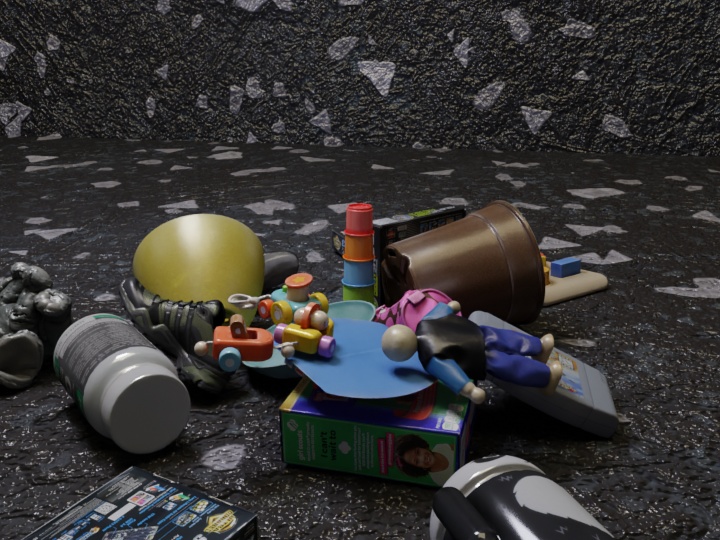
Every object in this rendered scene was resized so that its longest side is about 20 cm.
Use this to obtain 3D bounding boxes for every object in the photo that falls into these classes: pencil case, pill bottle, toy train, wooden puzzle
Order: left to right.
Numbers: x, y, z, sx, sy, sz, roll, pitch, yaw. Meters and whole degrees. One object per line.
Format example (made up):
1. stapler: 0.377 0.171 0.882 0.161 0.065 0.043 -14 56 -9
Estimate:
1. pill bottle: -0.286 0.132 0.909 0.112 0.114 0.199 -12 21 -33
2. toy train: -0.101 0.047 0.856 0.149 0.056 0.200 5 19 -5
3. pencil case: 0.067 0.076 0.999 0.090 0.094 0.200 -23 -7 -16
4. wooden puzzle: 0.326 0.001 1.413 0.184 0.047 0.200 -12 22 -32

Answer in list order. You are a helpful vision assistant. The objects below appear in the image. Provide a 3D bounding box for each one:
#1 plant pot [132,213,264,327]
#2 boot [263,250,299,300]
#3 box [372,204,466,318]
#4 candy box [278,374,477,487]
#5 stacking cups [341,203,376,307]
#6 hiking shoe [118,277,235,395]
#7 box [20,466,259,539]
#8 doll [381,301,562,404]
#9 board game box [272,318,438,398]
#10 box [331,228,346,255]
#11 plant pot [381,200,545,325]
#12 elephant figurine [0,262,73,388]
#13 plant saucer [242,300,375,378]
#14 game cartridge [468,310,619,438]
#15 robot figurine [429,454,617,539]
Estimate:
1. plant pot: -0.229 0.040 1.119 0.198 0.201 0.143 -5 45 -15
2. boot: -0.185 0.030 1.315 0.199 0.070 0.132 -18 26 -16
3. box: 0.094 -0.017 1.288 0.199 0.162 0.044 -13 21 -37
4. candy box: 0.027 0.163 0.874 0.198 0.078 0.169 3 19 14
5. stacking cups: 0.000 0.000 1.168 0.060 0.202 0.061 2 19 -1
6. hiking shoe: -0.230 0.068 1.007 0.101 0.200 0.076 -45 -9 -12
7. box: -0.207 0.253 0.649 0.158 0.046 0.200 10 21 27
8. doll: 0.119 0.091 0.827 0.198 0.049 0.137 11 43 -13
9. board game box: -0.007 0.110 0.856 0.157 0.039 0.200 -6 23 -34
10. box: 0.067 -0.049 1.561 0.197 0.050 0.200 -9 21 -24
11. plant pot: 0.148 0.010 1.177 0.197 0.202 0.200 -13 21 -17
12. elephant figurine: -0.492 0.095 1.019 0.200 0.155 0.141 -51 10 -36
13. plant saucer: -0.067 0.100 1.061 0.198 0.036 0.200 -18 16 5
14. game cartridge: 0.219 0.125 0.930 0.199 0.042 0.133 27 16 0
15. robot figurine: 0.135 0.229 0.592 0.124 0.151 0.200 -19 23 -14
